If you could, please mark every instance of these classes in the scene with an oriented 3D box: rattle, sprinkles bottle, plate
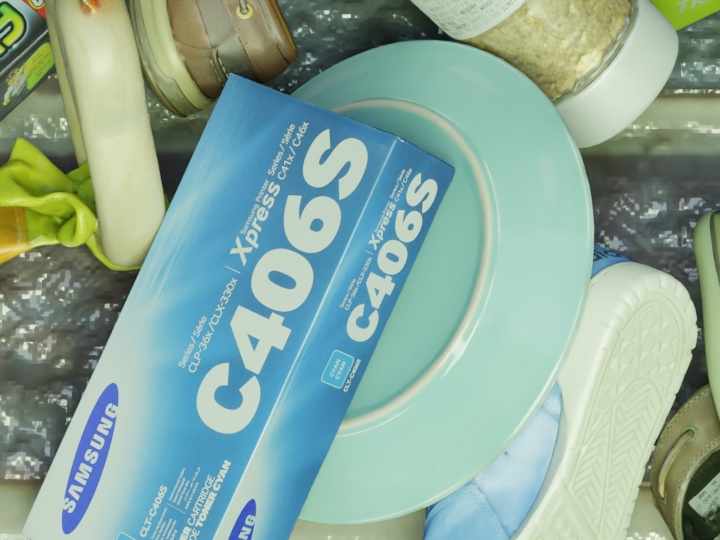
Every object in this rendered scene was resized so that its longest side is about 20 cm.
[{"bbox_3d":[-0.143,-0.075,0.945,0.142,0.200,0.131,1,66,0],"label":"rattle"},{"bbox_3d":[0.040,-0.134,0.966,0.200,0.068,0.068,40,66,-24],"label":"sprinkles bottle"},{"bbox_3d":[0.000,0.000,0.949,0.200,0.026,0.201,-13,67,32],"label":"plate"}]

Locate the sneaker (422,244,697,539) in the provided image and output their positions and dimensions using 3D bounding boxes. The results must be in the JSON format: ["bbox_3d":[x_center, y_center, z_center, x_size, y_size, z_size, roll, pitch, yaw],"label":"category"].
[{"bbox_3d":[0.048,0.079,0.952,0.111,0.077,0.200,26,96,48],"label":"sneaker"}]

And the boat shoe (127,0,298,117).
[{"bbox_3d":[-0.066,-0.167,1.050,0.067,0.072,0.201,-13,71,15],"label":"boat shoe"}]

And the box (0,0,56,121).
[{"bbox_3d":[-0.218,-0.082,1.038,0.110,0.035,0.200,40,72,16],"label":"box"}]

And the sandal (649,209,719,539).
[{"bbox_3d":[0.146,0.074,0.959,0.057,0.080,0.202,-13,61,24],"label":"sandal"}]

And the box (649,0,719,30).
[{"bbox_3d":[0.167,-0.188,1.081,0.200,0.048,0.122,-25,69,-10],"label":"box"}]

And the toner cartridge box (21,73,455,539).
[{"bbox_3d":[-0.048,0.032,0.929,0.095,0.043,0.200,22,88,41],"label":"toner cartridge box"}]
